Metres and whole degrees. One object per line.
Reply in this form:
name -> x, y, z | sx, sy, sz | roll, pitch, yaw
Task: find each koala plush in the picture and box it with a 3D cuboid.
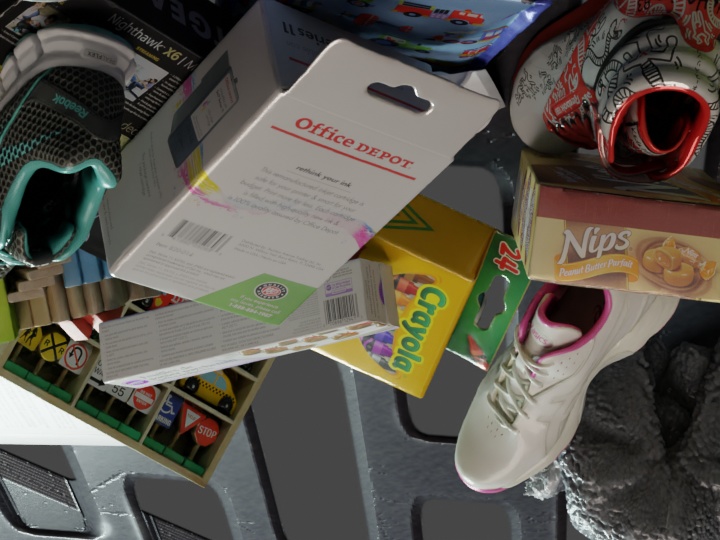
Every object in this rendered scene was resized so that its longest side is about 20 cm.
koala plush -> 0.196, 0.130, 1.463 | 0.176, 0.186, 0.200 | 9, 162, -2

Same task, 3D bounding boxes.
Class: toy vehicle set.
toy vehicle set -> -0.153, 0.053, 1.439 | 0.199, 0.125, 0.026 | 33, 171, -38

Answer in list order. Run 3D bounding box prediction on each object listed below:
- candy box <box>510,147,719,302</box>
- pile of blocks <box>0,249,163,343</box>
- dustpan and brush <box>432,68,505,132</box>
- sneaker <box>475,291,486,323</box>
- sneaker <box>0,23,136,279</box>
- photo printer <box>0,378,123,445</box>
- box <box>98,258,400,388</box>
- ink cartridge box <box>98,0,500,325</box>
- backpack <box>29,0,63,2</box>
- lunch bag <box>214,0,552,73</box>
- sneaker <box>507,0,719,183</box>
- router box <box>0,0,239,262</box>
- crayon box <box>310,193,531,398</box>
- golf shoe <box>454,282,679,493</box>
candy box -> 0.148, -0.029, 1.190 | 0.114, 0.056, 0.200 | 6, -170, 1
pile of blocks -> -0.184, 0.017, 1.306 | 0.199, 0.063, 0.082 | -15, -172, -29
dustpan and brush -> -0.020, -0.071, 1.199 | 0.198, 0.058, 0.140 | -3, 175, 9
sneaker -> -0.016, 0.008, 1.384 | 0.198, 0.078, 0.080 | 6, 141, 3
sneaker -> -0.176, -0.033, 1.058 | 0.077, 0.092, 0.200 | 12, 139, -29
photo printer -> -0.229, 0.067, 1.531 | 0.198, 0.070, 0.167 | 0, 148, 12
box -> -0.070, 0.033, 1.272 | 0.199, 0.042, 0.039 | -15, 165, 30
ink cartridge box -> -0.035, -0.064, 1.081 | 0.116, 0.068, 0.200 | 18, 134, -36
backpack -> -0.195, -0.216, 0.942 | 0.198, 0.178, 0.152 | 8, 128, 8
lunch bag -> 0.006, -0.153, 1.101 | 0.149, 0.095, 0.200 | 11, 161, -9
sneaker -> 0.133, -0.088, 1.148 | 0.067, 0.109, 0.201 | 18, 149, -18
router box -> -0.144, -0.091, 1.112 | 0.157, 0.053, 0.199 | -32, 141, 26
crayon box -> 0.000, 0.000, 1.294 | 0.199, 0.051, 0.127 | 23, 139, 3
golf shoe -> 0.115, 0.056, 1.333 | 0.201, 0.075, 0.091 | -54, 148, 14
